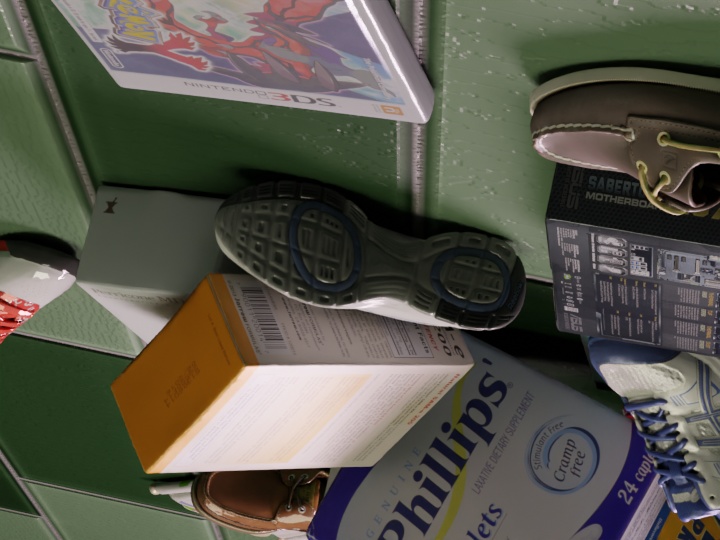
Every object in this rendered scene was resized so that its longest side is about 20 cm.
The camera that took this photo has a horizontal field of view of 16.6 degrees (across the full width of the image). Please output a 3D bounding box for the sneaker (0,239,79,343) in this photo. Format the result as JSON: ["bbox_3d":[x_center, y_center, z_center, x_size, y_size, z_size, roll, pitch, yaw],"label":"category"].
[{"bbox_3d":[-0.277,0.042,1.818,0.067,0.109,0.201,24,160,-34],"label":"sneaker"}]

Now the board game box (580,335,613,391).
[{"bbox_3d":[0.213,0.049,1.608,0.135,0.028,0.200,9,163,14],"label":"board game box"}]

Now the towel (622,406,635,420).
[{"bbox_3d":[0.291,0.100,1.634,0.144,0.023,0.200,22,160,-33],"label":"towel"}]

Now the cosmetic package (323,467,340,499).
[{"bbox_3d":[0.028,0.170,1.842,0.107,0.201,0.085,13,167,-5],"label":"cosmetic package"}]

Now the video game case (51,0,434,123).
[{"bbox_3d":[-0.069,-0.129,1.246,0.181,0.023,0.200,8,163,17],"label":"video game case"}]

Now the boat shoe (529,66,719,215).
[{"bbox_3d":[0.172,-0.060,1.225,0.199,0.060,0.072,5,162,26],"label":"boat shoe"}]

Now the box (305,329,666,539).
[{"bbox_3d":[0.093,0.165,1.726,0.199,0.184,0.105,27,168,17],"label":"box"}]

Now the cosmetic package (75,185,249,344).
[{"bbox_3d":[-0.103,0.015,1.662,0.101,0.072,0.200,7,162,21],"label":"cosmetic package"}]

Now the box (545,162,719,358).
[{"bbox_3d":[0.189,-0.004,1.412,0.157,0.051,0.200,10,163,11],"label":"box"}]

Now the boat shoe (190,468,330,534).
[{"bbox_3d":[-0.055,0.208,2.283,0.199,0.072,0.068,8,162,-18],"label":"boat shoe"}]

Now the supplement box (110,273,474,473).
[{"bbox_3d":[-0.043,0.067,1.599,0.199,0.074,0.126,3,142,-43],"label":"supplement box"}]

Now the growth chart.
[{"bbox_3d":[-0.121,0.250,2.545,0.199,0.018,0.144,24,161,-34],"label":"growth chart"}]

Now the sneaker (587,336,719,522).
[{"bbox_3d":[0.214,0.109,1.549,0.200,0.088,0.075,37,155,-22],"label":"sneaker"}]

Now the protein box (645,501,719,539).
[{"bbox_3d":[0.322,0.243,1.834,0.199,0.135,0.198,23,-175,-30],"label":"protein box"}]

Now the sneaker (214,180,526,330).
[{"bbox_3d":[0.000,0.000,1.541,0.199,0.075,0.087,18,168,-14],"label":"sneaker"}]
